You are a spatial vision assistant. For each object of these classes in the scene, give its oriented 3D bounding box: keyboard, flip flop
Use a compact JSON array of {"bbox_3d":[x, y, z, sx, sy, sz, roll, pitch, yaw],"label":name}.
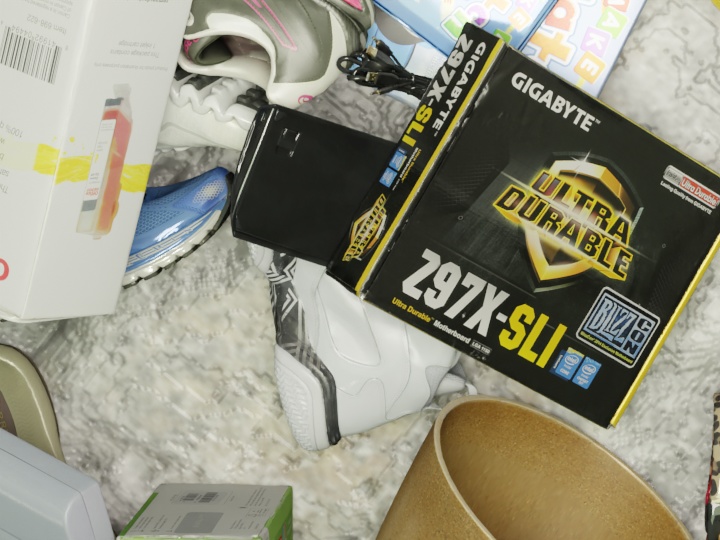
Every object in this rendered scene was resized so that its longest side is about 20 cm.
[{"bbox_3d":[0.026,-0.054,1.582,0.200,0.021,0.127,17,99,-32],"label":"keyboard"},{"bbox_3d":[-0.195,0.139,1.704,0.081,0.058,0.200,-18,95,9],"label":"flip flop"}]

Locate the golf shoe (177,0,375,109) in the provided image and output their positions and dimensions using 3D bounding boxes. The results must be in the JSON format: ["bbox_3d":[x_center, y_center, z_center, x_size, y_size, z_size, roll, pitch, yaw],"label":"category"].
[{"bbox_3d":[-0.090,-0.162,1.583,0.200,0.077,0.088,31,65,16],"label":"golf shoe"}]

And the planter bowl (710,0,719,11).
[{"bbox_3d":[0.259,-0.221,1.544,0.200,0.083,0.201,-8,67,18],"label":"planter bowl"}]

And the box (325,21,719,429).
[{"bbox_3d":[0.099,-0.022,1.594,0.200,0.049,0.160,29,94,-33],"label":"box"}]

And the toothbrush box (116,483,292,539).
[{"bbox_3d":[-0.087,0.234,1.661,0.086,0.146,0.200,-1,98,6],"label":"toothbrush box"}]

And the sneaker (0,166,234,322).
[{"bbox_3d":[-0.168,-0.029,1.668,0.200,0.079,0.089,-16,98,8],"label":"sneaker"}]

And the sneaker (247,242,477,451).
[{"bbox_3d":[0.000,0.000,1.658,0.115,0.075,0.200,-10,101,6],"label":"sneaker"}]

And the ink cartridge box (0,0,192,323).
[{"bbox_3d":[-0.186,-0.088,1.572,0.145,0.083,0.200,24,105,35],"label":"ink cartridge box"}]

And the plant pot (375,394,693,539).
[{"bbox_3d":[0.066,0.205,1.638,0.186,0.186,0.200,37,115,0],"label":"plant pot"}]

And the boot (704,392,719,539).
[{"bbox_3d":[0.271,0.161,1.647,0.150,0.073,0.200,2,94,5],"label":"boot"}]

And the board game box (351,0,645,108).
[{"bbox_3d":[0.057,-0.164,1.637,0.200,0.037,0.151,26,100,2],"label":"board game box"}]

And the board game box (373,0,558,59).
[{"bbox_3d":[0.038,-0.219,1.587,0.200,0.037,0.151,37,100,2],"label":"board game box"}]

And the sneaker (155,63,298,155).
[{"bbox_3d":[-0.121,-0.095,1.639,0.200,0.075,0.081,19,118,29],"label":"sneaker"}]

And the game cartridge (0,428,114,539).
[{"bbox_3d":[-0.194,0.186,1.660,0.133,0.040,0.200,22,130,27],"label":"game cartridge"}]
